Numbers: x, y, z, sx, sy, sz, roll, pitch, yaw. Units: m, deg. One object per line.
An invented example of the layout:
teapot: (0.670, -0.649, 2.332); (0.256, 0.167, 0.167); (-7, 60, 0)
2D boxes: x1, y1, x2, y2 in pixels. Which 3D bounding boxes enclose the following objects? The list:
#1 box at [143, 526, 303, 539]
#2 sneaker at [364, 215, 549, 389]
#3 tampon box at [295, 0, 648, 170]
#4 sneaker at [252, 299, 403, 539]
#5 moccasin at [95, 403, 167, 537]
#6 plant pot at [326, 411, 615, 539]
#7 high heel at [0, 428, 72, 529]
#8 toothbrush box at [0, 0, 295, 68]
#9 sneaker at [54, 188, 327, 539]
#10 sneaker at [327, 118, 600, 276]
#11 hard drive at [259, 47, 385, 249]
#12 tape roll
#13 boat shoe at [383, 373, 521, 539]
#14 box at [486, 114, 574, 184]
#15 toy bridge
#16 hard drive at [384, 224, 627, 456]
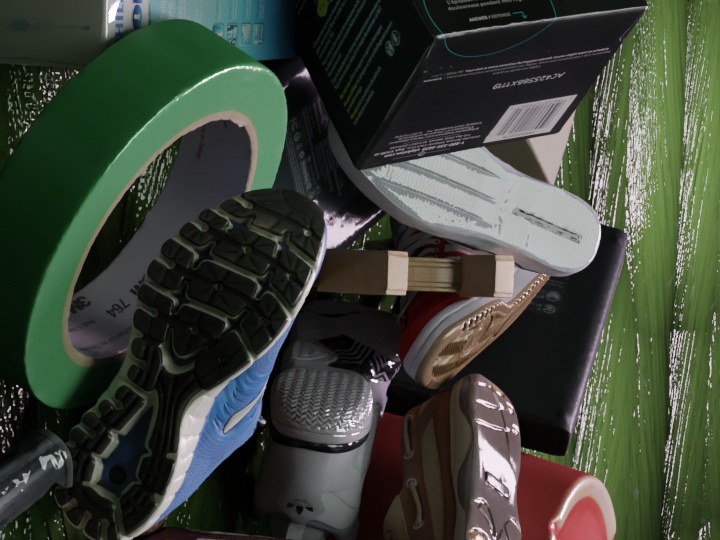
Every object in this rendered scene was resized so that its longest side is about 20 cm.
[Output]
box: (-0.045, 0.248, 1.277); (0.164, 0.165, 0.201); (102, -6, -87)
sneaker: (0.042, 0.002, 1.485); (0.071, 0.112, 0.200); (-53, 171, 24)
tampon box: (0.038, -0.182, 1.331); (0.149, 0.126, 0.201); (-11, 64, -30)
sneaker: (-0.023, 0.097, 1.470); (0.200, 0.075, 0.115); (-64, 167, -67)
moccasin: (-0.098, 0.063, 1.310); (0.078, 0.073, 0.202); (55, 35, -40)
plant pot: (0.063, 0.194, 1.538); (0.200, 0.177, 0.201); (-15, 107, -63)
high heel: (-0.191, 0.191, 1.151); (0.142, 0.071, 0.201); (-34, 130, -43)
toothbrush box: (-0.113, -0.180, 1.218); (0.200, 0.085, 0.147); (-17, 110, -64)
sneaker: (-0.081, 0.045, 1.199); (0.200, 0.078, 0.089); (-56, 167, 8)
sneaker: (0.051, -0.046, 1.418); (0.200, 0.071, 0.073); (30, 73, -30)
hard drive: (-0.005, -0.094, 1.422); (0.200, 0.033, 0.140); (-41, 132, -37)
tape roll: (-0.116, -0.027, 1.176); (0.200, 0.048, 0.201); (-47, 159, -24)
boat shoe: (0.054, 0.159, 1.424); (0.076, 0.072, 0.201); (46, 37, -40)
box: (0.089, -0.146, 1.670); (0.200, 0.068, 0.082); (60, 42, -50)
toy bridge: (0.000, 0.000, 1.355); (0.199, 0.067, 0.027); (4, 88, -42)
hard drive: (0.095, 0.031, 1.600); (0.200, 0.139, 0.033); (-67, 168, -46)
